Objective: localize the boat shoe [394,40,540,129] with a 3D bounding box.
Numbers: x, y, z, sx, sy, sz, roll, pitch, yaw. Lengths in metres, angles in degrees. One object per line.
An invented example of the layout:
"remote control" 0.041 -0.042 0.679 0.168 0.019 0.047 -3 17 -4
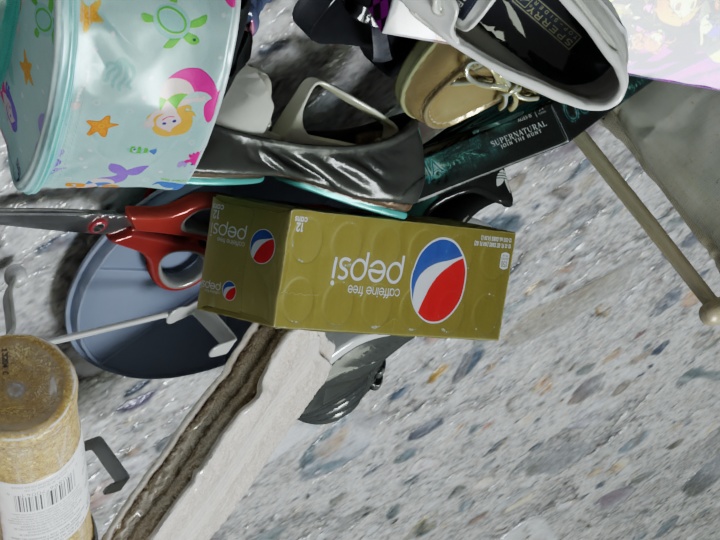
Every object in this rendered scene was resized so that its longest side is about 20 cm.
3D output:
"boat shoe" 0.108 -0.130 1.536 0.200 0.063 0.073 -32 153 15

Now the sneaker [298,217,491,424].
"sneaker" 0.010 0.033 1.872 0.199 0.071 0.099 -33 161 5

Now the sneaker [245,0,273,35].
"sneaker" -0.070 -0.131 1.388 0.199 0.082 0.070 -21 154 -47

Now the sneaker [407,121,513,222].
"sneaker" 0.007 -0.012 1.750 0.200 0.080 0.071 -42 160 14

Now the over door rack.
"over door rack" -0.193 0.066 1.611 0.199 0.067 0.148 -1 141 -41

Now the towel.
"towel" -0.082 0.108 1.682 0.201 0.034 0.133 -55 166 -10

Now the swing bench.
"swing bench" 0.253 -0.088 1.814 0.199 0.199 0.130 -8 146 -49

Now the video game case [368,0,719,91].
"video game case" 0.122 -0.190 1.430 0.199 0.036 0.182 9 117 -19

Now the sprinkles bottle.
"sprinkles bottle" -0.182 0.113 1.557 0.068 0.068 0.200 -29 152 -19

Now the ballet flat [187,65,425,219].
"ballet flat" -0.050 -0.075 1.549 0.199 0.068 0.069 7 100 -36

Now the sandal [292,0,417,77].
"sandal" 0.019 -0.141 1.521 0.076 0.043 0.200 -50 165 8

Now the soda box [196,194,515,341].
"soda box" 0.000 0.000 1.620 0.199 0.064 0.068 5 95 -48

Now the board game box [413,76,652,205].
"board game box" 0.112 -0.099 1.669 0.135 0.028 0.200 -21 -171 38

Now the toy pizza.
"toy pizza" -0.084 -0.010 1.662 0.199 0.032 0.201 -22 148 -14

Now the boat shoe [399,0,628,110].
"boat shoe" 0.051 -0.143 1.378 0.200 0.066 0.072 38 108 -23

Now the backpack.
"backpack" -0.117 -0.134 1.160 0.150 0.201 0.178 -4 148 -21

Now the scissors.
"scissors" -0.132 -0.031 1.550 0.073 0.014 0.200 -41 146 21
